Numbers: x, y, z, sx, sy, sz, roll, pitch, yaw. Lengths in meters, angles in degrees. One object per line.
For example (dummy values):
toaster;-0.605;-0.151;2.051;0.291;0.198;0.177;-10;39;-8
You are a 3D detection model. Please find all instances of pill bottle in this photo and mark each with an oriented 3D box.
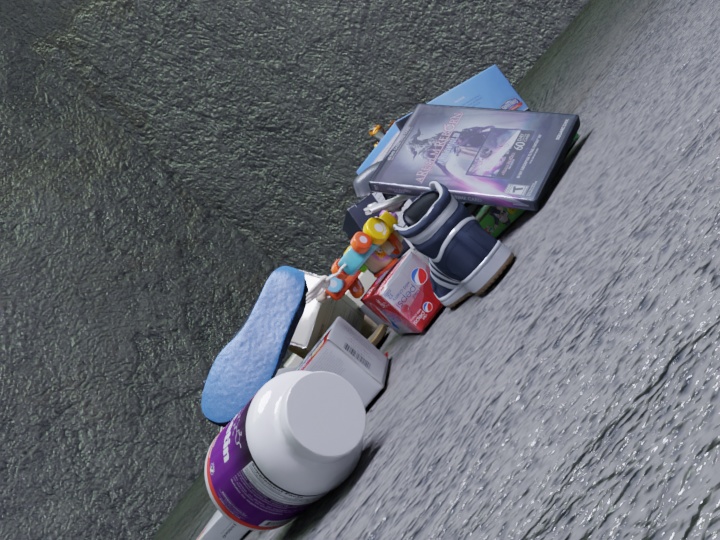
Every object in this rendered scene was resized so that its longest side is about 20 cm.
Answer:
pill bottle;-0.068;0.164;1.083;0.113;0.112;0.200;-52;2;-35

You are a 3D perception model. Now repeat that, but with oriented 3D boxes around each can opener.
can opener;0.089;-0.115;1.318;0.197;0.068;0.053;-22;5;7

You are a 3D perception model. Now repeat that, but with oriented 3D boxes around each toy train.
toy train;0.000;0.000;1.383;0.151;0.055;0.200;-51;-2;9

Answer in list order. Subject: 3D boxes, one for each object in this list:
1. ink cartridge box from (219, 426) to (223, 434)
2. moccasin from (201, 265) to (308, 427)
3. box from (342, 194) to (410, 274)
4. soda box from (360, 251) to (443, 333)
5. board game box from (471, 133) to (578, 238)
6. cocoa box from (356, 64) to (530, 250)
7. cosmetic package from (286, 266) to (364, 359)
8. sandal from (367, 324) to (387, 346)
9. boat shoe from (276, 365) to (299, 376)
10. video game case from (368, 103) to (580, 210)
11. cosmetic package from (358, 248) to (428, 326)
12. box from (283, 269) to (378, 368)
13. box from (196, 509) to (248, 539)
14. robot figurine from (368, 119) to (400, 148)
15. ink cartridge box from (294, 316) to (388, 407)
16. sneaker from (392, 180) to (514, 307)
ink cartridge box;-0.147;0.164;1.570;0.109;0.050;0.203;139;148;-84
moccasin;-0.109;0.095;1.345;0.201;0.080;0.068;-57;-16;-16
box;0.075;-0.089;1.798;0.181;0.105;0.200;-35;-4;-6
soda box;0.052;0.030;1.385;0.064;0.070;0.200;-49;2;-6
board game box;0.167;-0.078;1.374;0.135;0.029;0.200;-53;3;-35
cocoa box;0.120;-0.146;1.500;0.199;0.132;0.133;-33;-8;-33
cosmetic package;-0.063;0.075;1.684;0.200;0.070;0.107;48;-120;-67
sandal;-0.041;0.123;1.598;0.199;0.054;0.080;-33;-7;-26
boat shoe;-0.065;0.155;1.481;0.198;0.071;0.064;-23;-26;-40
video game case;0.124;-0.127;1.276;0.144;0.197;0.019;-58;-36;-36
cosmetic package;0.062;0.017;1.656;0.083;0.051;0.200;-49;1;-21
box;-0.031;0.098;1.836;0.201;0.077;0.095;-51;2;-5
box;-0.129;0.271;1.501;0.156;0.041;0.200;-50;1;41
robot figurine;0.096;-0.142;1.636;0.058;0.199;0.145;-49;3;5
ink cartridge box;-0.060;0.161;1.341;0.201;0.084;0.176;-51;2;9
sneaker;0.083;-0.026;1.181;0.070;0.108;0.200;-49;2;-10
